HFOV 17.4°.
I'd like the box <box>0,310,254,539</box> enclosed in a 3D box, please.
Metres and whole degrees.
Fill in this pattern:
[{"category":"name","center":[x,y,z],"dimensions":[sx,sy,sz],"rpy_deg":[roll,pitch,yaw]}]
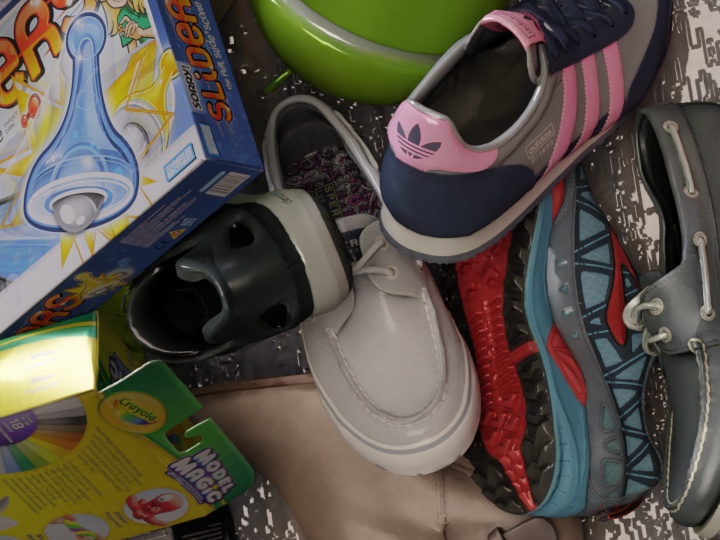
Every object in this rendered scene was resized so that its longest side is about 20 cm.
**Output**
[{"category":"box","center":[-0.156,0.082,1.037],"dimensions":[0.200,0.117,0.048],"rpy_deg":[-15,52,15]}]

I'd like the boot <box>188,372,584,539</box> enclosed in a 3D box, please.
[{"category":"boot","center":[0.002,0.120,1.086],"dimensions":[0.200,0.070,0.146],"rpy_deg":[-7,79,10]}]

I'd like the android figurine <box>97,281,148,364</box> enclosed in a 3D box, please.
[{"category":"android figurine","center":[-0.182,0.040,1.165],"dimensions":[0.200,0.041,0.182],"rpy_deg":[13,92,18]}]

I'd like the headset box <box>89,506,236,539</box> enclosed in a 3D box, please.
[{"category":"headset box","center":[-0.129,0.230,1.114],"dimensions":[0.174,0.093,0.200],"rpy_deg":[-16,84,15]}]

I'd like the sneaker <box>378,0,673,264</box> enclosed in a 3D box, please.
[{"category":"sneaker","center":[0.079,-0.090,1.022],"dimensions":[0.070,0.082,0.200],"rpy_deg":[25,54,20]}]

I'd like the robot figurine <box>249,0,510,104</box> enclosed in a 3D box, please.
[{"category":"robot figurine","center":[0.022,-0.159,1.047],"dimensions":[0.116,0.175,0.200],"rpy_deg":[53,133,32]}]

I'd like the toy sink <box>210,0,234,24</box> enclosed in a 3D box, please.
[{"category":"toy sink","center":[-0.146,-0.206,1.115],"dimensions":[0.200,0.130,0.112],"rpy_deg":[36,98,14]}]

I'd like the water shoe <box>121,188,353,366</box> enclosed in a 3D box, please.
[{"category":"water shoe","center":[-0.073,0.005,1.034],"dimensions":[0.079,0.200,0.072],"rpy_deg":[-22,89,-22]}]

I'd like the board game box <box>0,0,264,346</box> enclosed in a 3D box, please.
[{"category":"board game box","center":[-0.133,-0.049,1.018],"dimensions":[0.200,0.034,0.135],"rpy_deg":[-38,59,34]}]

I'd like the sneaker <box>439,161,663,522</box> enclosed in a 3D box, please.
[{"category":"sneaker","center":[0.093,0.021,1.073],"dimensions":[0.079,0.096,0.200],"rpy_deg":[-29,55,50]}]

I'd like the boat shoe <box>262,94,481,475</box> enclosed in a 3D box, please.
[{"category":"boat shoe","center":[0.000,0.000,1.052],"dimensions":[0.072,0.069,0.200],"rpy_deg":[-19,50,6]}]

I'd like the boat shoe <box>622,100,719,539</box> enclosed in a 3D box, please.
[{"category":"boat shoe","center":[0.141,0.017,1.028],"dimensions":[0.062,0.073,0.200],"rpy_deg":[11,69,-10]}]
